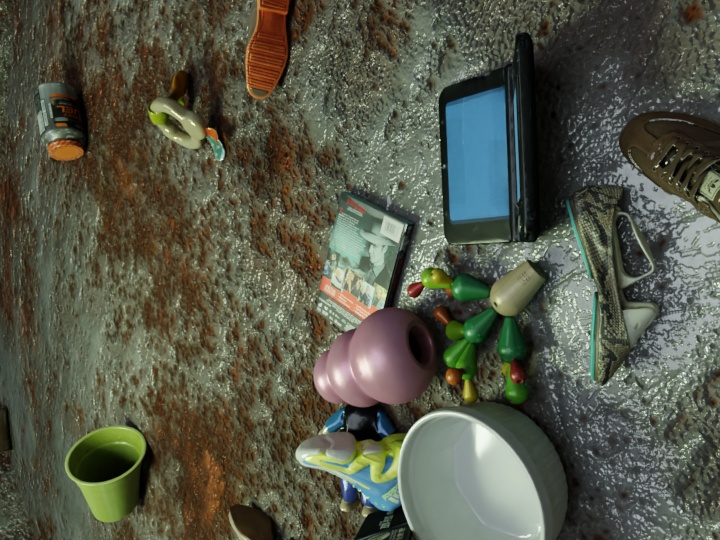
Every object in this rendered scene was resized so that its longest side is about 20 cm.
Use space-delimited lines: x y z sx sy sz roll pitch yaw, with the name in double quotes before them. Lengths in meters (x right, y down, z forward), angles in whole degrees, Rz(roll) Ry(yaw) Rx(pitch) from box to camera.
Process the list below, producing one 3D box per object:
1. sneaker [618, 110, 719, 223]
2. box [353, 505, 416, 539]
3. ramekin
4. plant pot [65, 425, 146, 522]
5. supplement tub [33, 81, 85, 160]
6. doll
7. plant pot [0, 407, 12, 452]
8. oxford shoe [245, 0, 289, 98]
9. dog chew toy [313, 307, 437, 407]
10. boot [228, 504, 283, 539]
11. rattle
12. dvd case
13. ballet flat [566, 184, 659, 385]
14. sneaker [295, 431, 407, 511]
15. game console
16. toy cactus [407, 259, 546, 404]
"sneaker" 0.311 -0.084 0.463 0.200 0.074 0.072 44 122 32
"box" 0.058 0.435 0.689 0.084 0.164 0.206 -17 81 8
"ramekin" 0.149 0.256 0.635 0.197 0.103 0.207 6 98 43
"plant pot" -0.674 0.566 1.444 0.198 0.197 0.195 30 127 38
"supplement tub" -0.898 -0.445 1.594 0.121 0.121 0.206 -25 77 42
"doll" -0.004 0.266 0.820 0.133 0.048 0.207 4 95 24
"plant pot" -1.779 0.769 2.543 0.197 0.197 0.205 -14 77 44
"oxford shoe" -0.164 -0.404 0.922 0.073 0.069 0.206 34 113 59
"dog chew toy" 0.009 0.131 0.741 0.197 0.123 0.128 -26 76 37
"boot" -0.194 0.567 1.029 0.197 0.069 0.151 17 107 43
"rattle" -0.331 -0.325 1.109 0.195 0.144 0.133 15 138 27
"dvd case" 0.000 0.000 0.816 0.144 0.022 0.206 29 115 39
"ballet flat" 0.259 0.012 0.537 0.073 0.067 0.207 -8 86 28
"sneaker" 0.003 0.292 0.756 0.194 0.076 0.109 -4 96 13
"game console" 0.139 -0.132 0.607 0.113 0.176 0.207 -3 93 15
"toy cactus" 0.147 0.053 0.638 0.166 0.101 0.202 -49 52 24
